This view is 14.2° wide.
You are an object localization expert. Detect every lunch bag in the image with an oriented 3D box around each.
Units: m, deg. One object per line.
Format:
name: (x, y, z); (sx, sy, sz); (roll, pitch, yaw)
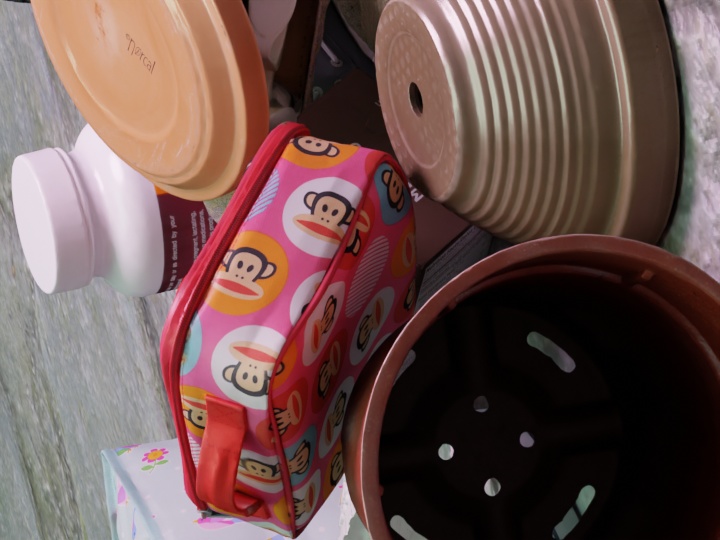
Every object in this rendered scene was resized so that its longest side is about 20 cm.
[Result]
lunch bag: (-0.038, 0.044, 1.428); (0.200, 0.082, 0.176); (86, -153, -58)
lunch bag: (-0.058, 0.178, 1.802); (0.200, 0.170, 0.122); (-136, 39, -63)

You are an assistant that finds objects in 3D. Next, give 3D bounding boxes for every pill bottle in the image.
pill bottle: (-0.101, -0.048, 1.733); (0.113, 0.200, 0.113); (167, 90, -71)

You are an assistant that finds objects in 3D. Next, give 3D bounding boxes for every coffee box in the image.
coffee box: (0.000, 0.000, 1.603); (0.114, 0.080, 0.200); (37, 147, 17)

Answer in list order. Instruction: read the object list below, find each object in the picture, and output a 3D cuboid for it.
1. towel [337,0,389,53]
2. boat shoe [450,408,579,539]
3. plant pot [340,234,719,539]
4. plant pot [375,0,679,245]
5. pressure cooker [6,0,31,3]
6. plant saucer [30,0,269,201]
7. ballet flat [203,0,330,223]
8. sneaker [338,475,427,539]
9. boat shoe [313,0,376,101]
towel: (0.020, -0.194, 1.543); (0.148, 0.036, 0.200); (-127, 30, -51)
boat shoe: (0.073, 0.163, 1.548); (0.075, 0.086, 0.202); (103, 148, -52)
plant pot: (0.080, 0.086, 1.347); (0.195, 0.201, 0.201); (173, 84, -79)
plant pot: (0.068, -0.091, 1.388); (0.201, 0.093, 0.201); (166, 90, -70)
pressure cooker: (-0.176, -0.250, 1.854); (0.179, 0.176, 0.200); (17, 121, 43)
plant saucer: (-0.122, -0.128, 1.555); (0.200, 0.032, 0.200); (39, 145, 34)
ballet flat: (-0.055, -0.110, 1.577); (0.067, 0.068, 0.200); (-70, -10, -74)
sneaker: (0.027, 0.144, 1.629); (0.200, 0.080, 0.076); (84, -166, -67)
boat shoe: (-0.021, -0.107, 1.677); (0.073, 0.062, 0.200); (100, 150, -49)
